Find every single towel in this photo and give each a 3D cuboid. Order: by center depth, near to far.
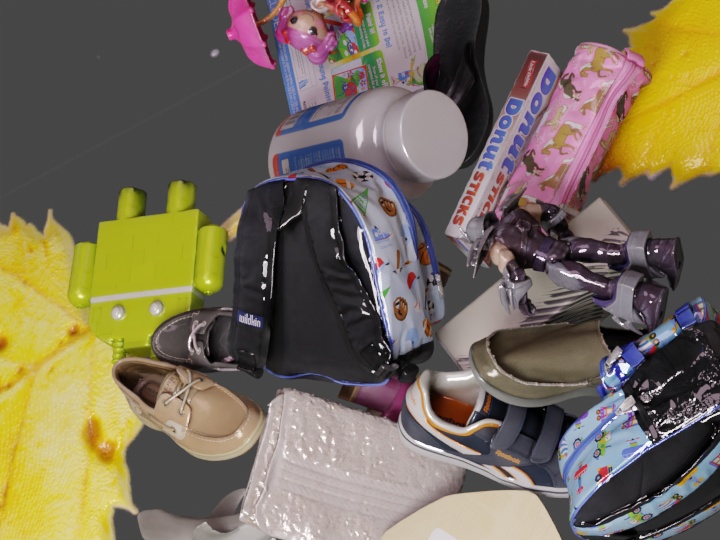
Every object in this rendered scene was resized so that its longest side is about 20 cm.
[{"bbox_3d":[-0.003,0.192,1.585,0.198,0.034,0.134,17,80,-14],"label":"towel"}]

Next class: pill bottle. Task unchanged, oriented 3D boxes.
[{"bbox_3d":[0.009,-0.114,1.687,0.199,0.112,0.113,-8,61,53],"label":"pill bottle"}]

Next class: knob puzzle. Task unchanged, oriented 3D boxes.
[{"bbox_3d":[0.105,0.283,1.547,0.217,0.030,0.222,-2,83,12],"label":"knob puzzle"}]

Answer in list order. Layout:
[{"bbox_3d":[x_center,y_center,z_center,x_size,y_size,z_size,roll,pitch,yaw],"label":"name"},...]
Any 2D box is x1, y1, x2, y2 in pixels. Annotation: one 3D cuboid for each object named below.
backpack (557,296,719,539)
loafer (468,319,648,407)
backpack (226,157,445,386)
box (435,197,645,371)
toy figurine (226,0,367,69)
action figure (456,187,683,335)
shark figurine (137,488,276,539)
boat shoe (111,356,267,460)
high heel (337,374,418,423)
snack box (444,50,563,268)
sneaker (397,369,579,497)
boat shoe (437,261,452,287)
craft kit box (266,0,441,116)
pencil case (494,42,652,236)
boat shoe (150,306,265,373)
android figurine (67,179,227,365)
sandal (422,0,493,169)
[{"bbox_3d":[0.254,0.142,1.484,0.199,0.182,0.135,-37,56,15],"label":"backpack"},{"bbox_3d":[0.188,0.070,1.540,0.198,0.070,0.076,-1,51,-24],"label":"loafer"},{"bbox_3d":[-0.019,-0.004,1.590,0.198,0.154,0.192,0,112,35],"label":"backpack"},{"bbox_3d":[0.172,0.030,1.621,0.200,0.082,0.069,-41,59,5],"label":"box"},{"bbox_3d":[-0.050,-0.286,1.804,0.199,0.150,0.185,31,96,7],"label":"toy figurine"},{"bbox_3d":[0.175,-0.008,1.534,0.198,0.070,0.131,17,53,20],"label":"action figure"},{"bbox_3d":[-0.115,0.229,1.662,0.213,0.089,0.129,-31,61,11],"label":"shark figurine"},{"bbox_3d":[-0.172,0.130,1.709,0.199,0.065,0.072,11,60,45],"label":"boat shoe"},{"bbox_3d":[0.001,0.188,1.645,0.067,0.095,0.202,5,73,67],"label":"high heel"},{"bbox_3d":[0.144,-0.107,1.696,0.024,0.072,0.201,18,77,34],"label":"snack box"},{"bbox_3d":[0.132,0.141,1.552,0.198,0.080,0.079,13,49,2],"label":"sneaker"},{"bbox_3d":[-0.001,0.000,1.721,0.199,0.072,0.068,13,79,35],"label":"boat shoe"},{"bbox_3d":[0.009,-0.245,1.835,0.196,0.048,0.202,-21,61,17],"label":"craft kit box"},{"bbox_3d":[0.202,-0.120,1.671,0.086,0.083,0.201,20,77,30],"label":"pencil case"},{"bbox_3d":[-0.118,0.066,1.730,0.198,0.057,0.068,2,78,15],"label":"boat shoe"},{"bbox_3d":[-0.221,0.005,1.832,0.180,0.041,0.202,-5,65,22],"label":"android figurine"},{"bbox_3d":[0.087,-0.192,1.718,0.075,0.048,0.202,-18,59,34],"label":"sandal"}]
